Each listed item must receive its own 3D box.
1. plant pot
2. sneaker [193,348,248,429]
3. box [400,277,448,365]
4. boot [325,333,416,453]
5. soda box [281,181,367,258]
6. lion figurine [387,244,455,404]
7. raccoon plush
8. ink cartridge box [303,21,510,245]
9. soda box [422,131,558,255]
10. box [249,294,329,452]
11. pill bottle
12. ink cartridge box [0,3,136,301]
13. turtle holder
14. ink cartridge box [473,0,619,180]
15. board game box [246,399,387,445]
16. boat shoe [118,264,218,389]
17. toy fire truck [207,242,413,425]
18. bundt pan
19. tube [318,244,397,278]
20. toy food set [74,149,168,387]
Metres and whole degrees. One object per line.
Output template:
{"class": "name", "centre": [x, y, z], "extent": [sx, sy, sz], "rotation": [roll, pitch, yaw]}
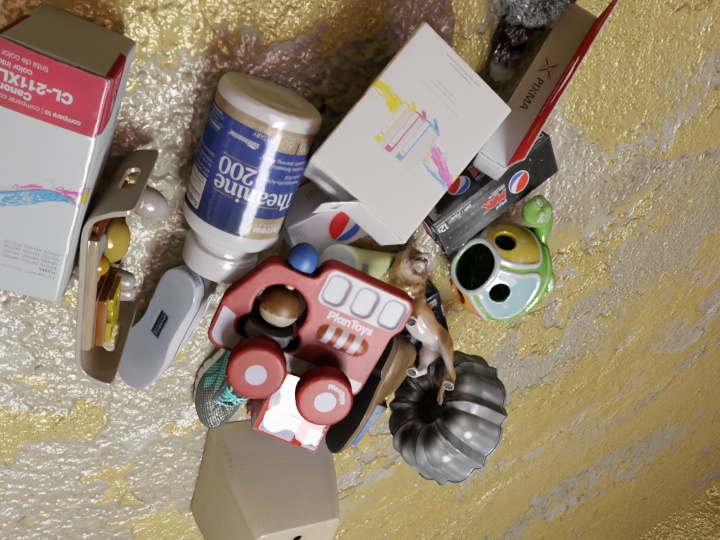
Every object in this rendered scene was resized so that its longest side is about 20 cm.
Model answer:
{"class": "plant pot", "centre": [-0.137, 0.369, 0.928], "extent": [0.196, 0.178, 0.203], "rotation": [1, 123, -31]}
{"class": "sneaker", "centre": [-0.168, 0.145, 0.794], "extent": [0.076, 0.092, 0.202], "rotation": [19, 113, -25]}
{"class": "box", "centre": [0.047, 0.120, 0.939], "extent": [0.197, 0.046, 0.161], "rotation": [-30, 134, -8]}
{"class": "boot", "centre": [0.018, 0.186, 0.876], "extent": [0.075, 0.073, 0.203], "rotation": [26, 96, -42]}
{"class": "soda box", "centre": [-0.006, -0.088, 0.733], "extent": [0.197, 0.068, 0.064], "rotation": [-27, 134, -10]}
{"class": "lion figurine", "centre": [0.089, 0.074, 0.835], "extent": [0.071, 0.123, 0.203], "rotation": [-12, 114, 26]}
{"class": "raccoon plush", "centre": [0.161, -0.311, 0.653], "extent": [0.131, 0.097, 0.203], "rotation": [5, 121, -24]}
{"class": "ink cartridge box", "centre": [0.035, -0.124, 0.630], "extent": [0.125, 0.128, 0.201], "rotation": [40, 85, -7]}
{"class": "soda box", "centre": [0.174, -0.116, 0.824], "extent": [0.198, 0.064, 0.071], "rotation": [-37, 135, 0]}
{"class": "box", "centre": [-0.064, 0.124, 0.802], "extent": [0.098, 0.096, 0.203], "rotation": [25, 98, -20]}
{"class": "pill bottle", "centre": [-0.124, -0.092, 0.629], "extent": [0.109, 0.111, 0.203], "rotation": [7, 120, -34]}
{"class": "ink cartridge box", "centre": [-0.264, -0.100, 0.506], "extent": [0.081, 0.147, 0.203], "rotation": [16, 115, -22]}
{"class": "turtle holder", "centre": [0.210, -0.007, 0.856], "extent": [0.183, 0.144, 0.130], "rotation": [-25, 159, 35]}
{"class": "ink cartridge box", "centre": [0.206, -0.212, 0.685], "extent": [0.202, 0.044, 0.176], "rotation": [-59, 176, 4]}
{"class": "board game box", "centre": [-0.066, 0.212, 0.917], "extent": [0.197, 0.020, 0.104], "rotation": [23, 119, -25]}
{"class": "boat shoe", "centre": [-0.229, 0.069, 0.718], "extent": [0.200, 0.074, 0.065], "rotation": [-45, 171, 29]}
{"class": "toy fire truck", "centre": [-0.059, 0.059, 0.664], "extent": [0.197, 0.113, 0.170], "rotation": [25, 107, -16]}
{"class": "bundt pan", "centre": [0.116, 0.207, 0.885], "extent": [0.075, 0.203, 0.203], "rotation": [30, 106, -33]}
{"class": "tube", "centre": [0.000, 0.000, 0.777], "extent": [0.057, 0.053, 0.200], "rotation": [-5, 176, 17]}
{"class": "toy food set", "centre": [-0.236, -0.005, 0.598], "extent": [0.059, 0.144, 0.203], "rotation": [10, 120, -15]}
